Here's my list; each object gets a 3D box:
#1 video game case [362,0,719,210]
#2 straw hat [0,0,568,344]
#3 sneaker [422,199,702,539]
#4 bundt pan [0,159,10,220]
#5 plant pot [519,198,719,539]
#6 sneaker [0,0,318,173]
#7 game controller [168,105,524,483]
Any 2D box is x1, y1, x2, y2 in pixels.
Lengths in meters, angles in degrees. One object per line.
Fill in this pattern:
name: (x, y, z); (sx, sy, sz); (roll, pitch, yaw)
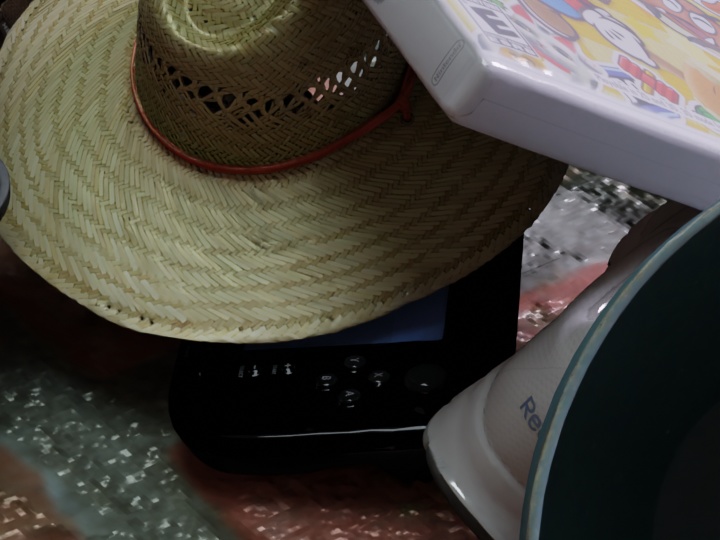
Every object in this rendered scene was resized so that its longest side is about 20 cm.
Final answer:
video game case: (0.065, -0.078, 0.815); (0.200, 0.023, 0.182); (16, 28, -39)
straw hat: (-0.026, -0.078, 0.851); (0.201, 0.085, 0.201); (0, 52, 0)
sneaker: (0.102, 0.015, 0.807); (0.075, 0.087, 0.200); (45, 42, 3)
bundt pan: (-0.204, 0.011, 0.829); (0.202, 0.076, 0.202); (1, 34, -1)
plant pot: (0.130, 0.069, 0.680); (0.200, 0.200, 0.135); (-2, -2, -5)
sneaker: (-0.087, -0.070, 0.935); (0.200, 0.076, 0.070); (19, 46, 41)
game controller: (0.000, 0.000, 0.886); (0.104, 0.042, 0.200); (4, 33, 3)
